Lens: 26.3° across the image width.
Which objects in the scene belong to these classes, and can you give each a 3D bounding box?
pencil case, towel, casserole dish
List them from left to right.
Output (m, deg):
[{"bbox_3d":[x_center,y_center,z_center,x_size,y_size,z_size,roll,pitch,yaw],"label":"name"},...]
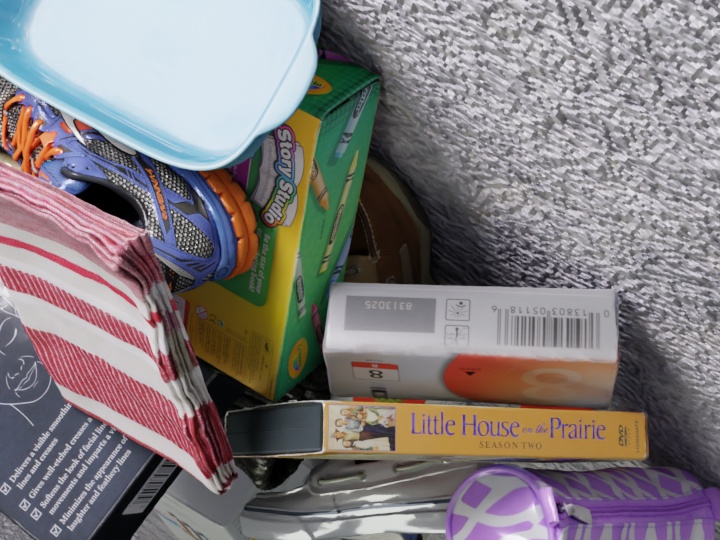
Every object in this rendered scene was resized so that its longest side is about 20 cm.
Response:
[{"bbox_3d":[-0.141,0.030,0.807,0.144,0.023,0.200,25,147,32],"label":"towel"},{"bbox_3d":[-0.104,-0.123,0.768,0.200,0.121,0.039,28,178,20],"label":"casserole dish"},{"bbox_3d":[0.136,0.153,0.921,0.200,0.085,0.084,8,-131,-50],"label":"pencil case"}]

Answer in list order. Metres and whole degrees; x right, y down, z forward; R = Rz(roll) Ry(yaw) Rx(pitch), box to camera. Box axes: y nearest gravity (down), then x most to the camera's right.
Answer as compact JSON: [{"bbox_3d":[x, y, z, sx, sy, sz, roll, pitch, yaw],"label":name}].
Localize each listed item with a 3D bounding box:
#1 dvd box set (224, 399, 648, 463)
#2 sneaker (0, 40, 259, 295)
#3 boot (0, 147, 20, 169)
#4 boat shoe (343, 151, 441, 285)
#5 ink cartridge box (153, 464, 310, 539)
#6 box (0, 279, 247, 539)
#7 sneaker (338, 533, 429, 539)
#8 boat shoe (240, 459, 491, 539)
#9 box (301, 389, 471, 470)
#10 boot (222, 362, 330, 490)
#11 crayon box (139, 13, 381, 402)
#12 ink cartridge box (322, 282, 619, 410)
[{"bbox_3d":[0.040,0.094,0.874,0.199,0.029,0.146,4,171,-24],"label":"dvd box set"},{"bbox_3d":[-0.146,-0.057,0.805,0.200,0.078,0.075,35,131,17],"label":"sneaker"},{"bbox_3d":[-0.149,-0.082,0.947,0.200,0.107,0.075,17,148,36],"label":"boot"},{"bbox_3d":[0.000,0.000,0.924,0.076,0.074,0.200,22,154,34],"label":"boat shoe"},{"bbox_3d":[-0.113,0.191,1.459,0.144,0.145,0.200,26,159,26],"label":"ink cartridge box"},{"bbox_3d":[-0.198,0.067,0.975,0.200,0.149,0.107,37,178,10],"label":"box"},{"bbox_3d":[0.024,0.144,1.204,0.080,0.115,0.200,5,118,24],"label":"sneaker"},{"bbox_3d":[0.006,0.148,1.058,0.199,0.067,0.074,-7,175,26],"label":"boat shoe"},{"bbox_3d":[-0.025,0.072,1.088,0.200,0.041,0.156,33,131,10],"label":"box"},{"bbox_3d":[-0.114,0.112,1.086,0.158,0.079,0.211,28,128,13],"label":"boot"},{"bbox_3d":[-0.066,-0.038,0.851,0.119,0.058,0.200,29,131,20],"label":"crayon box"},{"bbox_3d":[0.065,0.070,0.913,0.162,0.050,0.200,2,151,5],"label":"ink cartridge box"}]
